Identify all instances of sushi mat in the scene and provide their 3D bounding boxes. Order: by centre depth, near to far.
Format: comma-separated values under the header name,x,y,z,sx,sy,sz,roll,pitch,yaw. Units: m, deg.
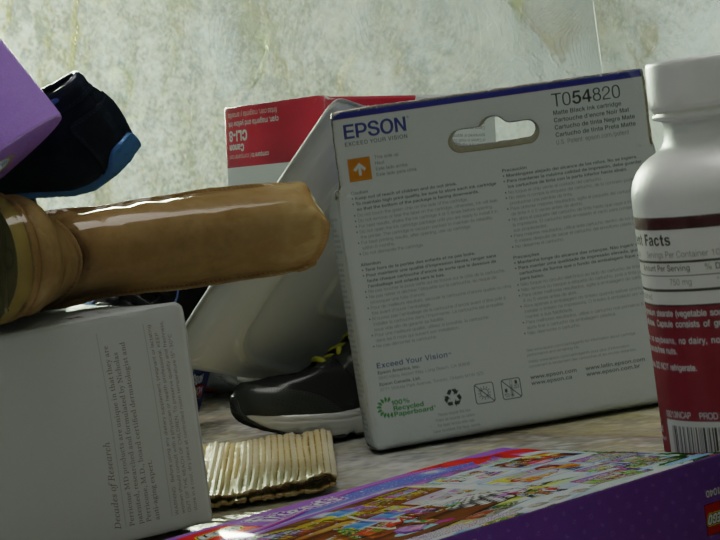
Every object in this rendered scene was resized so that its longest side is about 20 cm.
name,x,y,z,sx,sy,sz,roll,pitch,yaw
sushi mat,-0.061,0.111,1.420,0.095,0.012,0.200,-7,4,-1

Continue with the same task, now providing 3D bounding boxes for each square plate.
name,x,y,z,sx,sy,sz,roll,pitch,yaw
square plate,0.000,0.000,1.580,0.198,0.200,0.028,16,24,-47

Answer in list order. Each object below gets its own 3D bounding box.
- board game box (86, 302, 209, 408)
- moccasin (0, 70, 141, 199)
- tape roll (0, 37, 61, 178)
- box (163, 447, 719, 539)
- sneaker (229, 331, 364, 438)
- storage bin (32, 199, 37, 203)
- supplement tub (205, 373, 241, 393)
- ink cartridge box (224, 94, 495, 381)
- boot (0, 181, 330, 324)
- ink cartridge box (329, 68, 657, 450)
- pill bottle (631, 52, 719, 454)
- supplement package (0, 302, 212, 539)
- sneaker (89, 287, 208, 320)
name,x,y,z,sx,sy,sz,roll,pitch,yaw
board game box,-0.217,0.047,1.653,0.199,0.062,0.200,17,3,12
moccasin,-0.207,-0.079,1.375,0.199,0.068,0.081,-8,33,32
tape roll,-0.245,-0.040,1.243,0.200,0.066,0.200,-37,3,2
box,0.037,0.110,1.024,0.200,0.039,0.137,-11,6,-40
sneaker,0.011,0.054,1.574,0.199,0.085,0.074,-9,3,-18
storage bin,-0.229,0.045,1.466,0.134,0.201,0.146,-18,-10,-7
supplement tub,-0.144,0.034,1.923,0.199,0.123,0.122,-4,5,41
ink cartridge box,0.002,-0.020,1.759,0.145,0.201,0.144,-3,1,-33
boot,-0.110,-0.017,1.287,0.199,0.066,0.175,-7,3,-22
ink cartridge box,0.085,-0.008,1.482,0.199,0.201,0.041,-8,4,-12
pill bottle,0.179,0.004,1.088,0.112,0.201,0.113,-8,4,1
supplement package,-0.193,0.088,1.259,0.199,0.118,0.117,-11,5,-33
sneaker,-0.166,0.039,1.803,0.200,0.070,0.078,-50,-16,23
